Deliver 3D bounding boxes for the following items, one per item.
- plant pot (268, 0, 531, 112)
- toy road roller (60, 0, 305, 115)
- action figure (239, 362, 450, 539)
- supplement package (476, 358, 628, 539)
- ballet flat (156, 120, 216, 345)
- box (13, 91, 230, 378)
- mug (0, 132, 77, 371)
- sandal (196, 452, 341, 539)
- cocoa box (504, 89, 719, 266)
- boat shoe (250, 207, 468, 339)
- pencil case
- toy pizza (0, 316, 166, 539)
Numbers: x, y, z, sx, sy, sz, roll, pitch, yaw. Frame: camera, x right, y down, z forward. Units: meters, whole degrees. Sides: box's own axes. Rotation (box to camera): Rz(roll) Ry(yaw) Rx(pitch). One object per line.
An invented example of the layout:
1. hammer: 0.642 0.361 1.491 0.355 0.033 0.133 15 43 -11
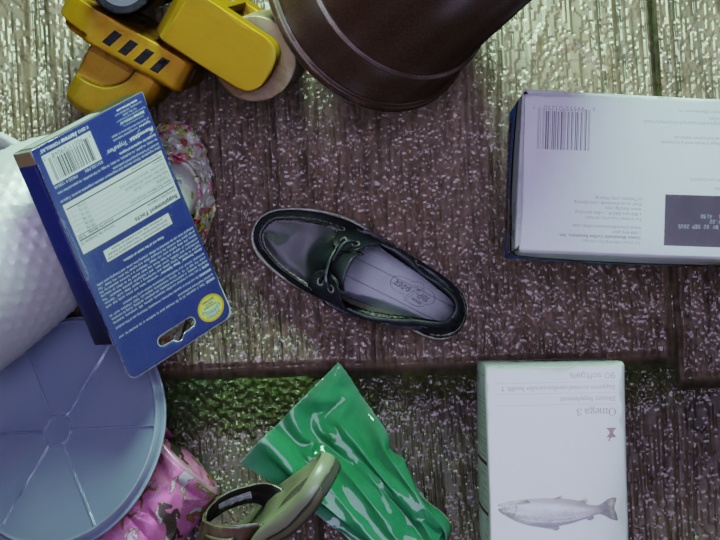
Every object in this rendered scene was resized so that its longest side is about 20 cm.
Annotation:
1. plant pot: 0.058 -0.253 1.464 0.199 0.198 0.202 12 67 -30
2. toy road roller: -0.156 -0.178 1.544 0.199 0.123 0.147 30 104 1
3. action figure: 0.009 0.191 1.565 0.118 0.055 0.200 -44 86 -3
4. supplement package: 0.157 0.175 1.535 0.116 0.117 0.201 -2 89 -1
5. ballet flat: -0.162 -0.028 1.564 0.075 0.064 0.201 5 88 -3
6. box: -0.187 -0.027 1.483 0.121 0.032 0.201 -33 108 -38
7. mug: -0.298 -0.040 1.533 0.175 0.148 0.200 -41 63 -14
8. sandal: -0.095 0.204 1.526 0.057 0.080 0.201 39 118 -14
9. cocoa box: 0.222 -0.072 1.532 0.199 0.131 0.134 2 89 0
10. boat shoe: -0.001 0.002 1.563 0.199 0.066 0.075 30 89 0
11. pencil case: -0.204 0.228 1.551 0.086 0.083 0.200 41 89 -14
12. toy pizza: -0.244 0.137 1.545 0.199 0.032 0.201 -9 68 22
